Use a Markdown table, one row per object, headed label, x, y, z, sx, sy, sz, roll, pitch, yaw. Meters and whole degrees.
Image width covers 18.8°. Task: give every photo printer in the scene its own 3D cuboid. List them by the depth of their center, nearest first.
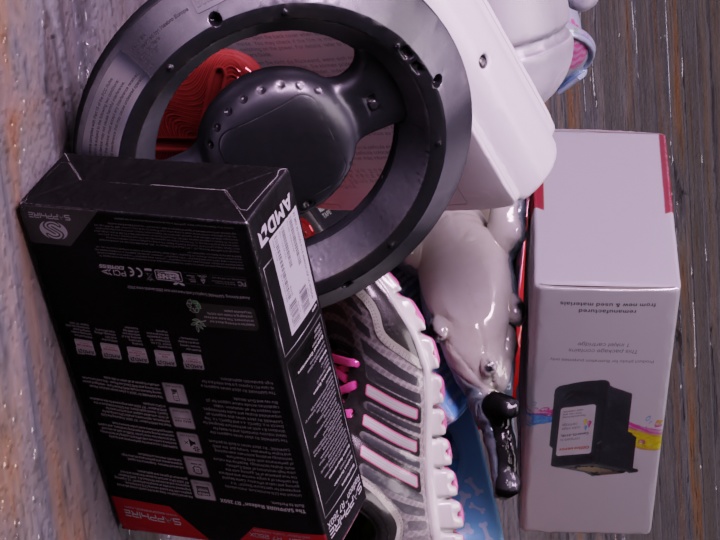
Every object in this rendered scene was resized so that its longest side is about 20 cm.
| label | x | y | z | sx | sy | sz | roll | pitch | yaw |
| --- | --- | --- | --- | --- | --- | --- | --- | --- | --- |
| photo printer | -0.006 | -0.120 | 1.142 | 0.200 | 0.166 | 0.070 | 56 | 51 | -35 |

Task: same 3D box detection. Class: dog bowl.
| label | x | y | z | sx | sy | sz | roll | pitch | yaw |
| --- | --- | --- | --- | --- | --- | --- | --- | --- | --- |
| dog bowl | 0.055 | 0.142 | 1.410 | 0.112 | 0.049 | 0.201 | 89 | -9 | -55 |

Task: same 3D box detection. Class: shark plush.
| label | x | y | z | sx | sy | sz | roll | pitch | yaw |
| --- | --- | --- | --- | --- | --- | --- | --- | --- | --- |
| shark plush | 0.078 | 0.033 | 1.270 | 0.083 | 0.091 | 0.201 | 72 | -5 | -62 |

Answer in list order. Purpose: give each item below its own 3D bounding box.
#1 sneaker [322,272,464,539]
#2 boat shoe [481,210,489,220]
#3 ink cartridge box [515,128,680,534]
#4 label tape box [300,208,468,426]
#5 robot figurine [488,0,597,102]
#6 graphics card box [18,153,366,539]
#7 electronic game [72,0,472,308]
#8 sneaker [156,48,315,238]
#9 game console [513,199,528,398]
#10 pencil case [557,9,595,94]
| label | x | y | z | sx | sy | sz | roll | pitch | yaw |
| --- | --- | --- | --- | --- | --- | --- | --- | --- | --- |
| sneaker | -0.004 | 0.087 | 1.203 | 0.087 | 0.074 | 0.201 | -21 | 107 | -28 |
| boat shoe | 0.061 | -0.091 | 1.505 | 0.060 | 0.072 | 0.201 | -65 | 146 | -49 |
| ink cartridge box | 0.138 | 0.038 | 1.298 | 0.146 | 0.082 | 0.201 | -86 | 177 | -49 |
| label tape box | 0.000 | 0.000 | 1.314 | 0.200 | 0.066 | 0.143 | 54 | 26 | -2 |
| robot figurine | 0.062 | -0.169 | 1.267 | 0.113 | 0.169 | 0.201 | -149 | -134 | -66 |
| graphics card box | -0.077 | 0.042 | 1.040 | 0.051 | 0.125 | 0.201 | -55 | 141 | -45 |
| electronic game | -0.041 | -0.063 | 1.064 | 0.042 | 0.199 | 0.201 | -117 | -169 | -55 |
| sneaker | -0.067 | -0.037 | 1.169 | 0.116 | 0.078 | 0.201 | -68 | 164 | -63 |
| game console | 0.098 | 0.012 | 1.563 | 0.177 | 0.031 | 0.201 | 144 | -45 | -71 |
| pencil case | 0.088 | -0.209 | 1.449 | 0.091 | 0.083 | 0.201 | 24 | 41 | -55 |
